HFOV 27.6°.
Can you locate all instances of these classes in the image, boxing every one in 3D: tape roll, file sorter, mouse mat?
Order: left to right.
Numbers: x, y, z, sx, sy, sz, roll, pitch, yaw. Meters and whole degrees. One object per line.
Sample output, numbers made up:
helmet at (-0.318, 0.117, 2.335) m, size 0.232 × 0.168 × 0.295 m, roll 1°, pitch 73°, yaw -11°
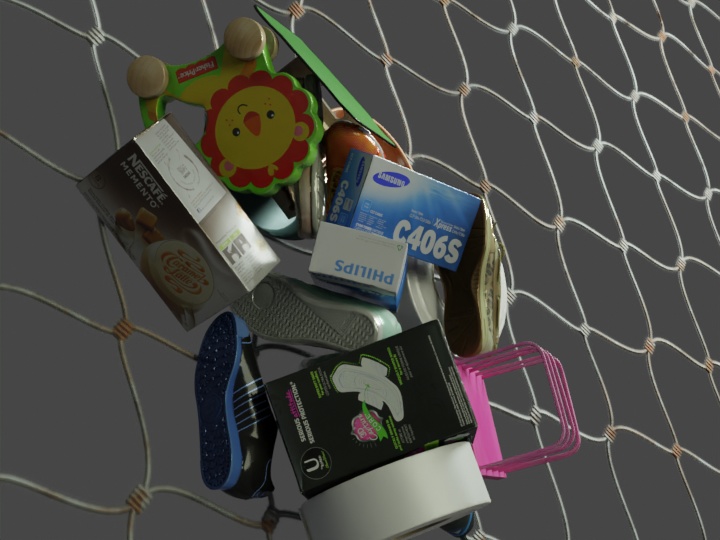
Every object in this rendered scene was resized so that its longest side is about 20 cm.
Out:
mouse mat at (-0.040, -0.227, 1.731) m, size 0.201 × 0.008 × 0.161 m, roll 51°, pitch 10°, yaw 19°
tape roll at (0.037, 0.252, 1.576) m, size 0.201 × 0.201 × 0.072 m, roll -6°, pitch 71°, yaw -51°
tape roll at (0.100, 0.020, 1.872) m, size 0.201 × 0.070 × 0.205 m, roll 18°, pitch 65°, yaw -44°
file sorter at (0.193, 0.172, 1.802) m, size 0.200 × 0.124 × 0.141 m, roll 31°, pitch 45°, yaw -73°

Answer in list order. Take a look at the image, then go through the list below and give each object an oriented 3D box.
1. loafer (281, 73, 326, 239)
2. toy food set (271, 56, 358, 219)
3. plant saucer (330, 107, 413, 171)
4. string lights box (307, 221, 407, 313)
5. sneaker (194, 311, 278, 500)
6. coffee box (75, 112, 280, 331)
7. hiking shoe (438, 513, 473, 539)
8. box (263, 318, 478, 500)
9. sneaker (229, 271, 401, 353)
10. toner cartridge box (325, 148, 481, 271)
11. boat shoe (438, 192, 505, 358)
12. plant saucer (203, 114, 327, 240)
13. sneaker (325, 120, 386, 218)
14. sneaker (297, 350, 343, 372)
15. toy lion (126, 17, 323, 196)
loafer at (-0.074, -0.129, 1.695) m, size 0.072 × 0.062 × 0.203 m, roll 70°, pitch 18°, yaw -71°
toy food set at (-0.074, -0.168, 1.775) m, size 0.144 × 0.060 × 0.200 m, roll 53°, pitch 40°, yaw -9°
plant saucer at (0.002, -0.118, 1.925) m, size 0.199 × 0.032 × 0.203 m, roll 29°, pitch 47°, yaw -36°
string lights box at (0.000, 0.000, 1.673) m, size 0.101 × 0.200 × 0.060 m, roll 14°, pitch 83°, yaw 3°
sneaker at (-0.128, 0.147, 1.568) m, size 0.077 × 0.070 × 0.203 m, roll 25°, pitch 55°, yaw -43°
coffee box at (-0.195, -0.051, 1.578) m, size 0.201 × 0.114 × 0.080 m, roll 54°, pitch 37°, yaw -9°
hiking shoe at (0.099, 0.231, 1.789) m, size 0.087 × 0.073 × 0.202 m, roll 57°, pitch 26°, yaw -48°
box at (0.013, 0.156, 1.579) m, size 0.149 × 0.198 × 0.126 m, roll 80°, pitch -9°, yaw -76°
sneaker at (-0.050, 0.054, 1.668) m, size 0.118 × 0.198 × 0.075 m, roll 12°, pitch 96°, yaw -68°
toner cartridge box at (0.053, -0.069, 1.720) m, size 0.199 × 0.043 × 0.096 m, roll 17°, pitch 92°, yaw -45°
boat shoe at (0.139, 0.007, 1.809) m, size 0.062 × 0.073 × 0.203 m, roll 10°, pitch 81°, yaw -52°
plant saucer at (-0.119, -0.122, 1.776) m, size 0.199 × 0.036 × 0.202 m, roll 24°, pitch 52°, yaw -35°
sneaker at (-0.009, -0.092, 1.736) m, size 0.201 × 0.072 × 0.078 m, roll 83°, pitch 22°, yaw -48°
sneaker at (0.011, 0.104, 1.725) m, size 0.198 × 0.072 × 0.074 m, roll -2°, pitch 80°, yaw -33°
toy lion at (-0.146, -0.172, 1.658) m, size 0.069 × 0.198 × 0.194 m, roll 10°, pitch 63°, yaw -75°
